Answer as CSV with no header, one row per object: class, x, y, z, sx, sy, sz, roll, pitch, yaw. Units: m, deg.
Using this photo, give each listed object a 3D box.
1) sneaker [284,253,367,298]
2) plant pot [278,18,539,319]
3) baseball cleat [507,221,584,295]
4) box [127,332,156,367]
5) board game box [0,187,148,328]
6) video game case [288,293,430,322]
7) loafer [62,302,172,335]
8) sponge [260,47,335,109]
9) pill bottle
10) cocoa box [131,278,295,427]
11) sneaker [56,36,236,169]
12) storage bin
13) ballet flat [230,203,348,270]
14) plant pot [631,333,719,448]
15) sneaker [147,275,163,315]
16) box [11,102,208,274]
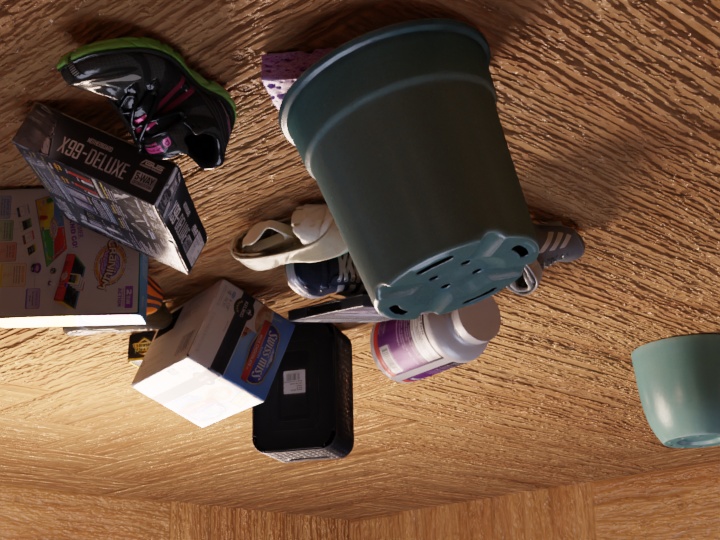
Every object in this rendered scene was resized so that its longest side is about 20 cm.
sneaker,0.000,0.000,1.489,0.108,0.071,0.200,-10,167,36
plant pot,0.051,-0.076,1.015,0.199,0.197,0.200,-16,158,-7
baseball cleat,0.206,-0.015,1.411,0.199,0.107,0.070,15,150,-43
box,-0.252,0.136,1.898,0.199,0.050,0.160,-6,158,13
board game box,-0.335,-0.015,1.300,0.199,0.154,0.040,-1,162,1
video game case,0.013,0.051,1.543,0.142,0.019,0.200,2,171,-31
loafer,-0.330,0.051,1.626,0.075,0.069,0.200,-6,177,26
sponge,-0.016,-0.151,1.124,0.111,0.030,0.200,-5,160,9
pill bottle,0.109,0.088,1.689,0.112,0.113,0.200,11,157,-33
cocoa box,-0.210,0.122,1.679,0.131,0.134,0.200,34,147,-20
sneaker,-0.180,-0.145,1.044,0.076,0.084,0.200,-16,156,34
storage bin,-0.088,0.186,1.817,0.134,0.201,0.094,-7,161,16
ballet flat,-0.075,-0.043,1.384,0.199,0.070,0.069,-17,156,37
plant pot,0.568,0.212,2.004,0.199,0.162,0.201,-1,160,0
sneaker,-0.298,0.009,1.486,0.112,0.078,0.200,-12,158,31
box,-0.246,-0.078,1.191,0.157,0.050,0.200,24,163,10
